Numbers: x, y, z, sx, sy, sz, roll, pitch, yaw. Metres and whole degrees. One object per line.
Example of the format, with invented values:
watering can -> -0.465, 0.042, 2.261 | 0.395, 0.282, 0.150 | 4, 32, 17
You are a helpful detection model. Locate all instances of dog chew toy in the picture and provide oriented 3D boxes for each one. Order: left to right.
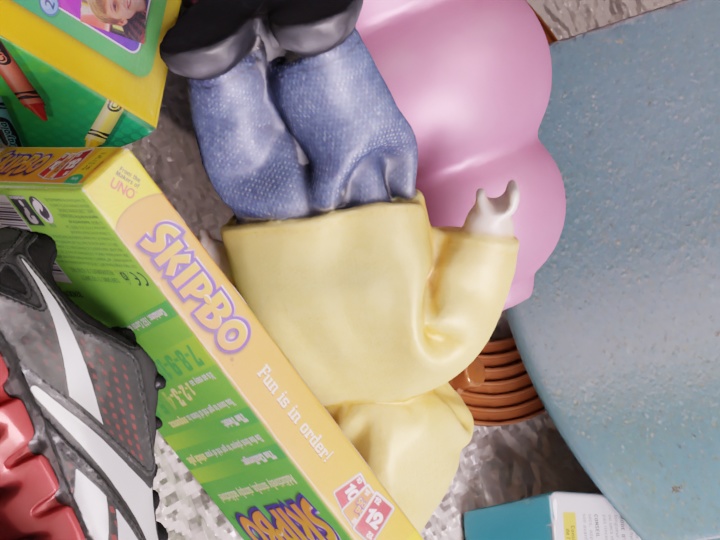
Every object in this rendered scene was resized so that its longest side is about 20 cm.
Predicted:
dog chew toy -> 0.013, -0.078, 0.977 | 0.124, 0.124, 0.201 | -24, 92, -47

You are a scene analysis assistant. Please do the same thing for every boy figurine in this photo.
boy figurine -> 0.000, 0.000, 0.916 | 0.064, 0.124, 0.201 | -72, 146, -64

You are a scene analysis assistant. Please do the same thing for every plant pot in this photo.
plant pot -> 0.177, 0.006, 1.051 | 0.196, 0.195, 0.201 | 3, 75, -48

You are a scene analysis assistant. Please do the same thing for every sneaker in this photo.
sneaker -> -0.093, 0.073, 0.864 | 0.098, 0.071, 0.201 | -38, 105, -43

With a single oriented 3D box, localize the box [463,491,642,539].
box -> 0.128, 0.137, 1.097 | 0.200, 0.049, 0.083 | 8, 72, -45

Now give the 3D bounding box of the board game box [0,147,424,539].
board game box -> -0.049, 0.041, 0.902 | 0.030, 0.095, 0.200 | -42, 112, -22

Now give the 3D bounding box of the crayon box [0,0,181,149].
crayon box -> -0.113, -0.151, 0.918 | 0.119, 0.058, 0.201 | 30, 58, -37

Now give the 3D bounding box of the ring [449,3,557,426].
ring -> 0.045, -0.037, 1.083 | 0.200, 0.019, 0.201 | 15, 69, -44
